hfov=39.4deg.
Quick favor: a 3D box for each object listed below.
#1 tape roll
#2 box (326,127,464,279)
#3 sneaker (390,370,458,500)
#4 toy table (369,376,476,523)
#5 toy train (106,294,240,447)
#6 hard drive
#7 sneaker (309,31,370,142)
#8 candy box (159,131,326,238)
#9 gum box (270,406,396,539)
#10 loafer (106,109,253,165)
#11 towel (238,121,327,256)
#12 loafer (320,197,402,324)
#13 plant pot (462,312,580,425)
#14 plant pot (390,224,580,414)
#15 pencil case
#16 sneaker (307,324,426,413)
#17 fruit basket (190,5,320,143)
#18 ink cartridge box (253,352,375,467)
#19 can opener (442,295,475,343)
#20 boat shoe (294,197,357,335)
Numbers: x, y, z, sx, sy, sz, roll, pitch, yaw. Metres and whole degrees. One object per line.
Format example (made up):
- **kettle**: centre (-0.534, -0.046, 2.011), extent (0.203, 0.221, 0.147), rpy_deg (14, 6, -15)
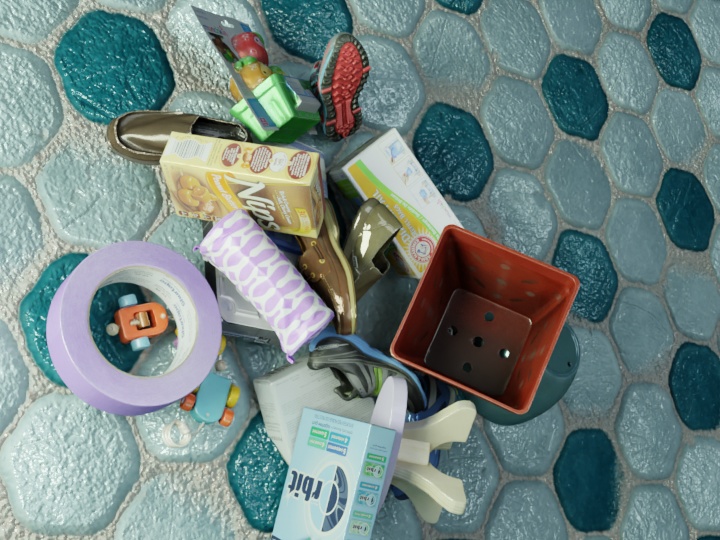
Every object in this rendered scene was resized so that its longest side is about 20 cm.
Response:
- **tape roll**: centre (-0.270, 0.069, 1.209), extent (0.198, 0.066, 0.202), rpy_deg (12, 66, -29)
- **box**: centre (0.055, -0.096, 1.492), extent (0.101, 0.112, 0.201), rpy_deg (-38, 100, -11)
- **sneaker**: centre (0.075, 0.234, 1.450), extent (0.082, 0.074, 0.201), rpy_deg (40, 49, -24)
- **toy table**: centre (0.072, 0.242, 1.318), extent (0.116, 0.201, 0.185), rpy_deg (12, 36, -9)
- **toy train**: centre (-0.239, 0.122, 1.284), extent (0.149, 0.056, 0.202), rpy_deg (-18, 83, -35)
- **hard drive**: centre (-0.142, 0.001, 1.357), extent (0.139, 0.038, 0.202), rpy_deg (14, 51, -30)
- **sneaker**: centre (-0.046, -0.276, 1.456), extent (0.079, 0.201, 0.096), rpy_deg (-25, 64, -21)
- **candy box**: centre (-0.148, -0.109, 1.298), extent (0.198, 0.116, 0.056), rpy_deg (10, 58, 9)
- **gum box**: centre (-0.040, 0.284, 1.269), extent (0.044, 0.169, 0.202), rpy_deg (18, 81, -31)
- **loafer**: centre (-0.237, -0.185, 1.343), extent (0.198, 0.071, 0.074), rpy_deg (0, 75, -17)
- **towel**: centre (-0.109, -0.111, 1.425), extent (0.146, 0.024, 0.202), rpy_deg (18, 51, -30)
- **loafer**: centre (0.000, 0.000, 1.412), extent (0.067, 0.202, 0.076), rpy_deg (25, 18, 14)
- **plant pot**: centre (0.263, 0.133, 1.569), extent (0.198, 0.134, 0.202), rpy_deg (10, 71, -31)
- **plant pot**: centre (0.171, 0.083, 1.418), extent (0.198, 0.176, 0.202), rpy_deg (24, 78, 9)
- **pencil case**: centre (-0.122, 0.015, 1.273), extent (0.085, 0.084, 0.200), rpy_deg (-42, 85, 1)
- **sneaker**: centre (0.006, 0.146, 1.377), extent (0.199, 0.071, 0.083), rpy_deg (32, 75, -27)
- **fruit basket**: centre (-0.140, -0.279, 1.407), extent (0.201, 0.093, 0.185), rpy_deg (64, 19, 5)
- **ink cartridge box**: centre (-0.050, 0.216, 1.398), extent (0.162, 0.057, 0.202), rpy_deg (-23, 108, -37)
- **can opener**: centre (0.143, 0.031, 1.567), extent (0.066, 0.053, 0.202), rpy_deg (10, 68, -21)
- **boat shoe**: centre (-0.051, -0.001, 1.341), extent (0.067, 0.072, 0.202), rpy_deg (-11, 65, -12)
